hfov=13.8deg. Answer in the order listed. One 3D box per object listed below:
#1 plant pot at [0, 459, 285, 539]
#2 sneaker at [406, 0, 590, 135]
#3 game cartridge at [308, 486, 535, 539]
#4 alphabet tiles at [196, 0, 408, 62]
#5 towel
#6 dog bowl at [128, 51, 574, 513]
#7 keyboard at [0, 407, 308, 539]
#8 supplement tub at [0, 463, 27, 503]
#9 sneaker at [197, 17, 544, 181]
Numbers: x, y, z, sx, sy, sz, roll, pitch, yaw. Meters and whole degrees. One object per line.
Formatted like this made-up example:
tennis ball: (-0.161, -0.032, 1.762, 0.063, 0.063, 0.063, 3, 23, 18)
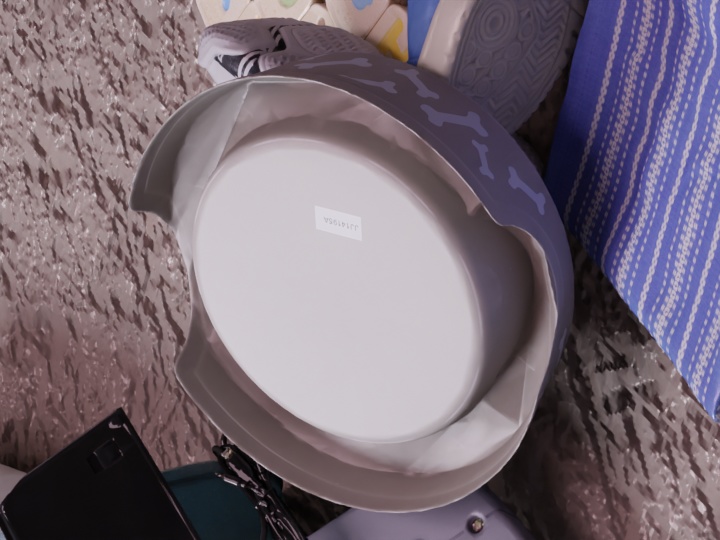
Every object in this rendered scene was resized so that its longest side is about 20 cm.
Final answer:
plant pot: (-0.097, 0.216, 1.401, 0.200, 0.199, 0.189, -40, 67, 48)
sneaker: (0.043, -0.156, 1.256, 0.111, 0.077, 0.201, 26, 106, 45)
game cartridge: (0.040, 0.184, 1.258, 0.133, 0.040, 0.200, -35, 58, 15)
alphabet tiles: (-0.022, -0.148, 1.411, 0.196, 0.015, 0.201, -50, 53, 44)
towel: (0.120, -0.051, 1.162, 0.200, 0.024, 0.145, -121, 40, -60)
dog bowl: (0.000, 0.000, 1.238, 0.199, 0.059, 0.201, 17, 125, 25)
keyboard: (-0.067, 0.143, 1.283, 0.127, 0.021, 0.200, -35, 64, 4)
supplement tub: (-0.217, 0.171, 1.598, 0.200, 0.144, 0.145, 12, 102, 54)
sneaker: (-0.008, -0.034, 1.331, 0.200, 0.075, 0.115, 32, 119, 37)
